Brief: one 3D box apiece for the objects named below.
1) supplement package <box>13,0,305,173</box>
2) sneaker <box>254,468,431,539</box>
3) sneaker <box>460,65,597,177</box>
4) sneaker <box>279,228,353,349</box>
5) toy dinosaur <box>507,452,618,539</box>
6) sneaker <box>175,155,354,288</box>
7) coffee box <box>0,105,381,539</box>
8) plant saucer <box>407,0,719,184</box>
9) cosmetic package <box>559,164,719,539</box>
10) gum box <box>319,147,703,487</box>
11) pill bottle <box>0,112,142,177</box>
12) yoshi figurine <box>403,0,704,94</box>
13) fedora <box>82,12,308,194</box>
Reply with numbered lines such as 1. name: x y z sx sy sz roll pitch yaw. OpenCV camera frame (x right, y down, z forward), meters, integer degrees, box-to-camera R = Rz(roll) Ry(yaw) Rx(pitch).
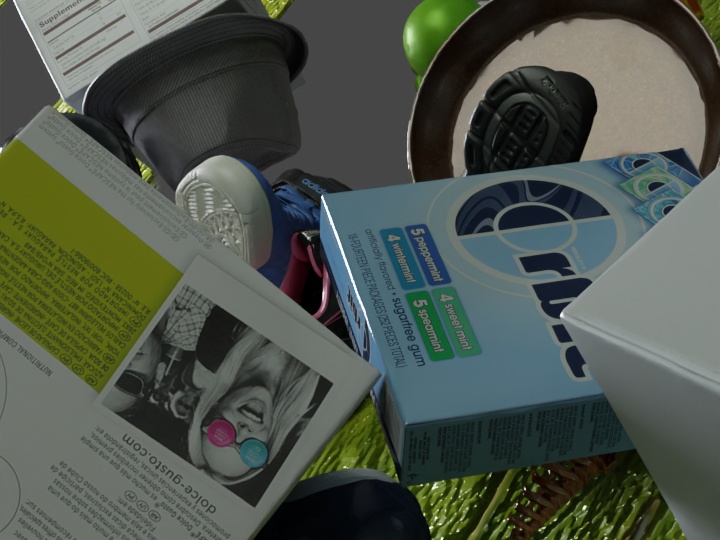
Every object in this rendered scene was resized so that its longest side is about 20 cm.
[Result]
1. supplement package: -0.158 -0.187 1.358 0.156 0.200 0.111 -30 71 6
2. sneaker: -0.049 0.179 0.852 0.200 0.081 0.146 -38 15 8
3. sneaker: 0.077 -0.029 0.965 0.200 0.076 0.091 -55 -14 25
4. sneaker: 0.000 0.000 1.043 0.079 0.095 0.200 1 42 49
5. toy dinosaur: 0.104 0.051 0.870 0.136 0.102 0.200 1 19 22
6. sneaker: -0.052 -0.037 1.083 0.111 0.200 0.077 -40 69 -19
7. coffee box: -0.148 0.083 0.810 0.198 0.200 0.200 -51 1 -25
8. plant saucer: 0.126 -0.082 1.015 0.200 0.034 0.200 -7 73 22
9. cosmetic package: 0.228 0.033 0.684 0.200 0.167 0.166 -41 30 -14
10. gum box: 0.095 0.016 0.830 0.200 0.045 0.170 -7 41 -11
11. pill bottle: -0.217 -0.051 1.239 0.112 0.112 0.200 -41 0 -14
12. yoshi figurine: 0.111 -0.162 1.092 0.200 0.112 0.112 -22 36 25
13. fedora: -0.109 -0.111 1.272 0.177 0.090 0.200 -25 -10 3
